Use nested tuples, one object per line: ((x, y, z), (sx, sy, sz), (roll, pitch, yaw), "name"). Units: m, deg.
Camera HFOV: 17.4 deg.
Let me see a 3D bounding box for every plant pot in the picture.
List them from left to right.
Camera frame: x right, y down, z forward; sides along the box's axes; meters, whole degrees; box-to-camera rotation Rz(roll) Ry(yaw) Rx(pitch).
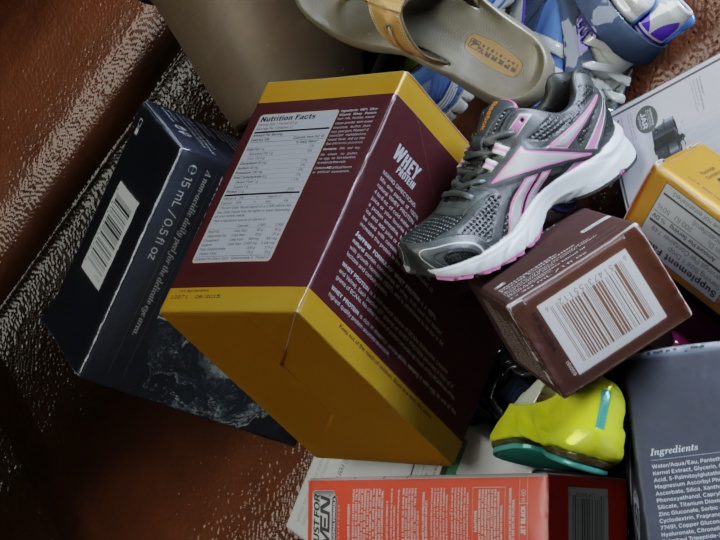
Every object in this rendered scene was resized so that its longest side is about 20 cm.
((-0.077, -0.209, 1.890), (0.199, 0.200, 0.176), (-23, 84, 37), "plant pot")

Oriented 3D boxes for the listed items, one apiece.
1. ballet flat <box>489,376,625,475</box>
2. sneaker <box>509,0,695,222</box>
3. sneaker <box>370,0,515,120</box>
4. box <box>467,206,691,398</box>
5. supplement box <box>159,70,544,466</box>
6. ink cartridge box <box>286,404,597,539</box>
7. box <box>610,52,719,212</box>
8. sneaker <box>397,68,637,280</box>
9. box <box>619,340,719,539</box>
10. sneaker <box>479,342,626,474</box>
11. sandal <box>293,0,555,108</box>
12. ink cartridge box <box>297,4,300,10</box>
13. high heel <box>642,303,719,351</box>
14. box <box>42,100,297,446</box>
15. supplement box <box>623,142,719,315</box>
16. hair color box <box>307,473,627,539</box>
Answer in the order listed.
((0.134, 0.097, 1.535), (0.200, 0.066, 0.068), (159, 124, -80), "ballet flat")
((0.174, -0.146, 1.690), (0.146, 0.080, 0.202), (-18, 62, 46), "sneaker")
((0.064, -0.211, 1.727), (0.078, 0.089, 0.201), (26, 99, 47), "sneaker")
((0.139, 0.017, 1.525), (0.100, 0.200, 0.075), (-33, 95, -2), "box")
((0.000, 0.000, 1.650), (0.132, 0.197, 0.201), (0, 56, 41), "supplement box")
((0.059, 0.172, 1.721), (0.200, 0.084, 0.147), (29, 100, 43), "ink cartridge box")
((0.272, -0.091, 1.603), (0.199, 0.060, 0.117), (-29, 61, 35), "box")
((0.094, -0.069, 1.589), (0.080, 0.200, 0.087), (3, 124, 51), "sneaker")
((0.228, 0.161, 1.503), (0.103, 0.148, 0.202), (-6, 72, 4), "box")
((0.115, 0.078, 1.683), (0.200, 0.078, 0.070), (34, 102, 34), "sneaker")
((0.047, -0.177, 1.663), (0.199, 0.054, 0.081), (28, 93, 4), "sandal")
((0.036, -0.249, 1.766), (0.050, 0.200, 0.162), (22, 95, 20), "ink cartridge box")
((0.178, 0.031, 1.636), (0.199, 0.096, 0.068), (14, 89, 44), "high heel")
((-0.110, 0.004, 1.825), (0.198, 0.199, 0.117), (-64, 28, 11), "box")
((0.268, 0.003, 1.530), (0.200, 0.066, 0.069), (42, 125, 19), "supplement box")
((0.071, 0.169, 1.587), (0.199, 0.101, 0.062), (-4, 81, 39), "hair color box")
